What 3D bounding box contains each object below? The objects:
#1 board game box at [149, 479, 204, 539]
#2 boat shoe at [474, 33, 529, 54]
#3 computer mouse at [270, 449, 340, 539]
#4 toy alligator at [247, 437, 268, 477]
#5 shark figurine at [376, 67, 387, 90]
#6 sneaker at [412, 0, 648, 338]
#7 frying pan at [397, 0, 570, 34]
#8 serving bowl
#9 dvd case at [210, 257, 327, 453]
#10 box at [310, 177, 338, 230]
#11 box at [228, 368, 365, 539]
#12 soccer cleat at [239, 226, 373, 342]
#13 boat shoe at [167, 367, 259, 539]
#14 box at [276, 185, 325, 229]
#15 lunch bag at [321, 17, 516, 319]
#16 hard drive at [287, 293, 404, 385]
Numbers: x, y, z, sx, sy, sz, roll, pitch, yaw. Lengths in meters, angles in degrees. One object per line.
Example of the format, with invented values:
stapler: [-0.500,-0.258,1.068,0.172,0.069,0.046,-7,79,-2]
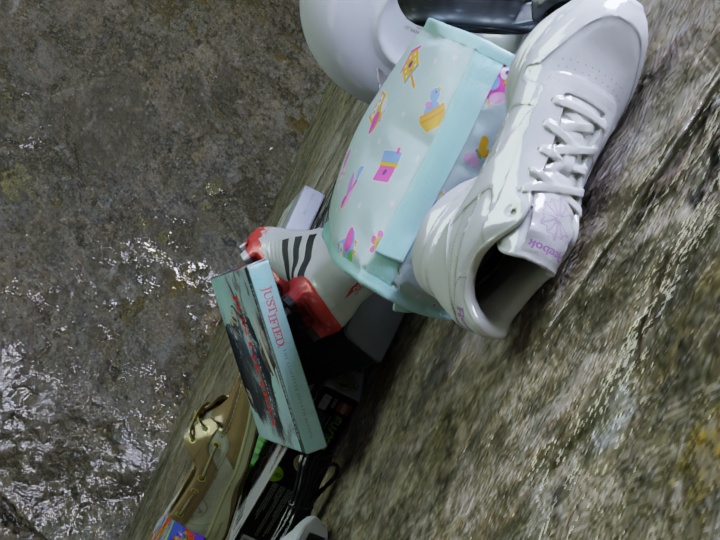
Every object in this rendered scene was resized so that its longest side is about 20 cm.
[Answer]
board game box: [-0.238,0.350,1.762,0.200,0.044,0.135,-55,12,50]
boat shoe: [0.105,-0.173,1.072,0.074,0.066,0.200,-63,8,7]
computer mouse: [-0.053,0.208,0.991,0.111,0.043,0.200,-61,8,13]
toy alligator: [-0.077,0.140,1.353,0.054,0.059,0.202,23,-87,-57]
shark figurine: [0.043,-0.128,1.118,0.127,0.090,0.215,-28,8,8]
sneaker: [0.105,-0.052,0.751,0.202,0.074,0.100,-62,26,17]
frying pan: [0.111,-0.177,0.949,0.115,0.188,0.031,-8,-74,-63]
serving bowl: [0.049,-0.222,1.186,0.201,0.198,0.066,-60,25,23]
dvd case: [-0.077,0.067,1.105,0.200,0.022,0.148,170,82,-75]
box: [-0.038,-0.013,1.582,0.159,0.049,0.201,-60,9,24]
box: [-0.054,0.152,1.211,0.201,0.034,0.110,-60,8,27]
soccer cleat: [-0.037,-0.004,1.105,0.085,0.069,0.200,-35,21,-7]
boat shoe: [-0.129,0.158,1.258,0.074,0.066,0.202,-82,9,-67]
box: [-0.124,-0.045,2.293,0.157,0.041,0.200,-66,7,-13]
lunch bag: [0.052,-0.066,0.895,0.172,0.121,0.200,-62,2,7]
hard drive: [0.000,0.000,1.160,0.134,0.042,0.201,-21,36,47]
